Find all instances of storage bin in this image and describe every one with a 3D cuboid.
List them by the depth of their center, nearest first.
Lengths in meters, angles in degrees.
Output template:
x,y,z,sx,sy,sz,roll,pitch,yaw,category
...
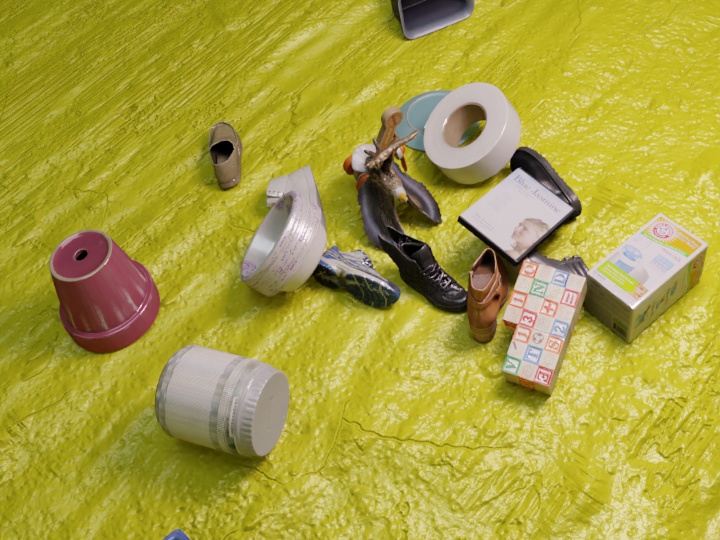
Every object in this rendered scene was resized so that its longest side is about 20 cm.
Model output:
x,y,z,sx,sy,sz,roll,pitch,yaw,category
0.162,-0.692,2.198,0.197,0.147,0.135,-24,40,-9,storage bin

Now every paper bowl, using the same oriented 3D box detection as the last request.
x,y,z,sx,sy,sz,roll,pitch,yaw,category
-0.140,-0.043,1.704,0.201,0.103,0.202,-46,24,27,paper bowl

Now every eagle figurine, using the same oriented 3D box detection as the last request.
x,y,z,sx,sy,sz,roll,pitch,yaw,category
0.066,-0.154,1.743,0.149,0.202,0.153,-7,42,18,eagle figurine

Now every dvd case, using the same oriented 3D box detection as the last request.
x,y,z,sx,sy,sz,roll,pitch,yaw,category
0.293,-0.104,1.641,0.142,0.018,0.199,39,55,20,dvd case

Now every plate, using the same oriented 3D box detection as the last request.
x,y,z,sx,sy,sz,roll,pitch,yaw,category
0.170,-0.345,1.976,0.196,0.026,0.203,-6,50,7,plate

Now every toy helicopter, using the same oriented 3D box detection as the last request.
x,y,z,sx,sy,sz,roll,pitch,yaw,category
0.052,-0.255,1.820,0.130,0.202,0.079,-14,54,-31,toy helicopter

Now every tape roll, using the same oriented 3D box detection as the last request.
x,y,z,sx,sy,sz,roll,pitch,yaw,category
0.231,-0.286,1.833,0.199,0.071,0.206,-17,59,30,tape roll

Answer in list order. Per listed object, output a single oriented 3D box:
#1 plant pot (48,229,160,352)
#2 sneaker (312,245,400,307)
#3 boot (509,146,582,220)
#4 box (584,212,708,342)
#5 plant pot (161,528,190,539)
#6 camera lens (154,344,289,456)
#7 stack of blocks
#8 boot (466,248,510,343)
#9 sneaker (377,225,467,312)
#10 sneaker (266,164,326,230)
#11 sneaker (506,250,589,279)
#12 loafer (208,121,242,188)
x,y,z,sx,sy,sz,roll,pitch,yaw,category
-0.510,0.028,1.712,0.195,0.181,0.203,-6,51,7,plant pot
0.000,0.000,1.698,0.197,0.078,0.085,23,55,27,sneaker
0.320,-0.147,1.747,0.156,0.080,0.212,-28,51,-11,boot
0.505,0.011,1.564,0.199,0.102,0.112,-35,53,-17,box
-0.259,0.530,1.248,0.199,0.182,0.199,-38,53,-20,plant pot
-0.239,0.222,1.508,0.196,0.161,0.162,11,54,20,camera lens
0.306,0.098,1.524,0.113,0.059,0.203,16,74,23,stack of blocks
0.230,0.010,1.587,0.072,0.156,0.203,0,51,12,boot
0.120,-0.004,1.654,0.198,0.105,0.060,32,62,31,sneaker
-0.139,-0.134,1.843,0.113,0.075,0.202,-17,41,0,sneaker
0.351,-0.006,1.636,0.098,0.071,0.200,-31,58,-17,sneaker
-0.305,-0.274,1.989,0.074,0.068,0.202,-16,50,-2,loafer
